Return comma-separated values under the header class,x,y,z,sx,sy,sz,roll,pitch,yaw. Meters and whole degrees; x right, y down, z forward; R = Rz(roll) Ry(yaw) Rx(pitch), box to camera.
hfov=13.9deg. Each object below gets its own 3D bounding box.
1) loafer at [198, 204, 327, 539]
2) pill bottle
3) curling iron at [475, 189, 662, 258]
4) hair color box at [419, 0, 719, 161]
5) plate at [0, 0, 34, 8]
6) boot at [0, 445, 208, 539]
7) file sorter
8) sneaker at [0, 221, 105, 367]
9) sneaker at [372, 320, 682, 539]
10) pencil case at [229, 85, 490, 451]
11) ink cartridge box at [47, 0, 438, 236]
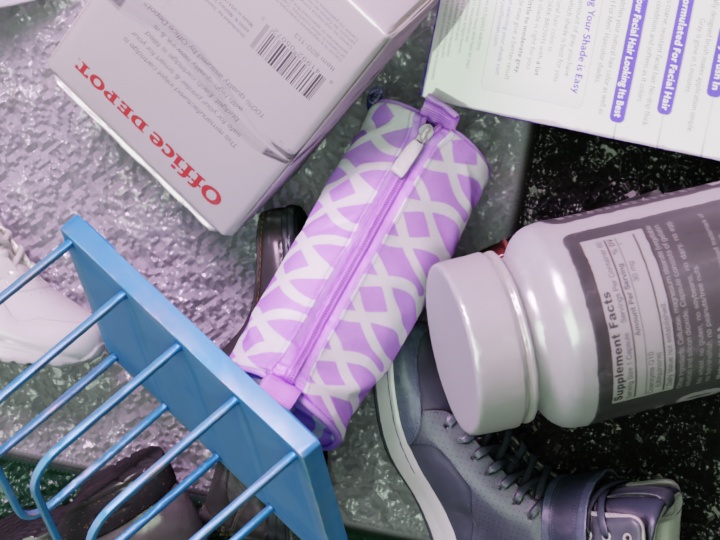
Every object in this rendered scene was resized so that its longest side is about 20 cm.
class,x,y,z,sx,sy,sz,roll,pitch,yaw
loafer,-0.059,0.061,1.679,0.072,0.073,0.201,4,97,13
pill bottle,0.143,0.021,1.588,0.199,0.113,0.114,-12,96,-11
curling iron,0.076,-0.014,1.668,0.199,0.026,0.050,-13,98,10
hair color box,0.142,-0.129,1.624,0.199,0.065,0.110,13,99,9
plate,-0.285,-0.229,1.658,0.199,0.032,0.200,-17,94,-21
boot,-0.159,0.198,1.707,0.200,0.070,0.132,-26,103,28
file sorter,-0.120,0.101,1.575,0.123,0.139,0.200,-41,62,-15
sneaker,-0.230,-0.013,1.694,0.199,0.078,0.100,25,97,4
sneaker,0.098,0.109,1.637,0.146,0.077,0.203,-14,105,33
pencil case,0.000,0.000,1.606,0.084,0.086,0.201,29,72,-3
ink cartridge box,-0.062,-0.136,1.600,0.146,0.083,0.200,44,136,1
